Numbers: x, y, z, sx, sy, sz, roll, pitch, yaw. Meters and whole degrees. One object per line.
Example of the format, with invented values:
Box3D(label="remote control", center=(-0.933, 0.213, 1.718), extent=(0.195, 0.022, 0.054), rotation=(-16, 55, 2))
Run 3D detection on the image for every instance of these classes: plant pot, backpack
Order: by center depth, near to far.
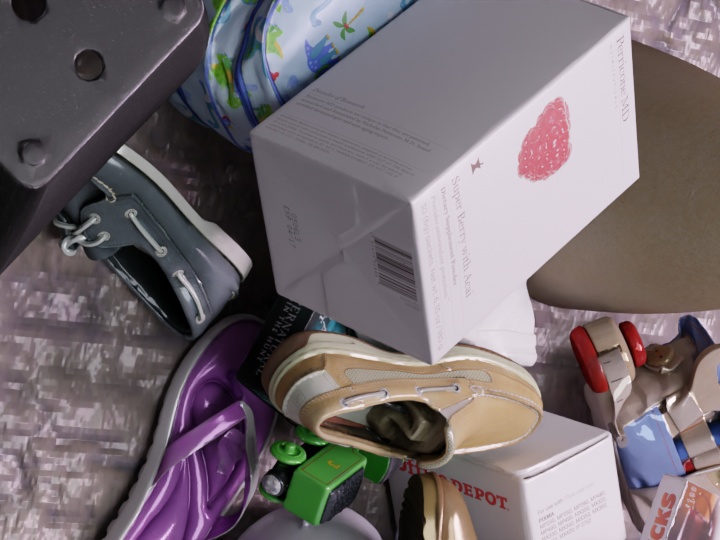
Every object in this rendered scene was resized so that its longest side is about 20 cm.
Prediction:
Box3D(label="plant pot", center=(-0.190, -0.122, 1.373), extent=(0.200, 0.177, 0.200), rotation=(46, 70, -12))
Box3D(label="backpack", center=(-0.031, -0.161, 1.556), extent=(0.200, 0.154, 0.163), rotation=(-34, 138, -11))
Box3D(label="plant pot", center=(0.212, -0.049, 1.717), extent=(0.187, 0.200, 0.188), rotation=(-9, 105, -36))

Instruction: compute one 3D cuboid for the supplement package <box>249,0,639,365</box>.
Box3D(label="supplement package", center=(0.052, -0.065, 1.513), extent=(0.200, 0.120, 0.121), rotation=(-41, 139, -33))

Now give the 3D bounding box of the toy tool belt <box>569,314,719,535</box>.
Box3D(label="toy tool belt", center=(0.218, 0.087, 1.787), extent=(0.123, 0.125, 0.200), rotation=(-23, 133, -2))

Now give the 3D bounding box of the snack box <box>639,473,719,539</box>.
Box3D(label="snack box", center=(0.186, 0.233, 1.691), extent=(0.072, 0.024, 0.200), rotation=(27, 80, -42))

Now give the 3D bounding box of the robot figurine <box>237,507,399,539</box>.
Box3D(label="robot figurine", center=(-0.015, 0.222, 1.661), extent=(0.170, 0.113, 0.200), rotation=(-38, 123, -4))

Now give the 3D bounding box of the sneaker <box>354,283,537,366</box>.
Box3D(label="sneaker", center=(0.053, 0.009, 1.658), extent=(0.200, 0.075, 0.089), rotation=(17, 75, -66))

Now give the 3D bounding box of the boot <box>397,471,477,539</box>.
Box3D(label="boot", center=(0.124, 0.194, 1.610), extent=(0.200, 0.066, 0.175), rotation=(-5, 111, -12))

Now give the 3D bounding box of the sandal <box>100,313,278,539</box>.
Box3D(label="sandal", center=(-0.092, 0.125, 1.621), extent=(0.082, 0.050, 0.203), rotation=(32, 79, -39))

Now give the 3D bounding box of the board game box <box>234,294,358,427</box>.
Box3D(label="board game box", center=(0.000, 0.000, 1.635), extent=(0.200, 0.028, 0.135), rotation=(-62, 159, -7))

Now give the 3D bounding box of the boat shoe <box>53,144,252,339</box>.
Box3D(label="boat shoe", center=(-0.141, -0.028, 1.537), extent=(0.200, 0.073, 0.062), rotation=(41, 72, -41))

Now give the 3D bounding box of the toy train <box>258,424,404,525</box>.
Box3D(label="toy train", center=(0.007, 0.100, 1.644), extent=(0.200, 0.056, 0.042), rotation=(-33, 145, -54))

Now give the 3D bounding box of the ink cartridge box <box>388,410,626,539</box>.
Box3D(label="ink cartridge box", center=(0.099, 0.190, 1.721), extent=(0.084, 0.145, 0.200), rotation=(-23, 114, -33))

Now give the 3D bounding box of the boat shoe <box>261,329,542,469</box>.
Box3D(label="boat shoe", center=(0.035, 0.088, 1.574), extent=(0.200, 0.076, 0.072), rotation=(6, 123, -37))
